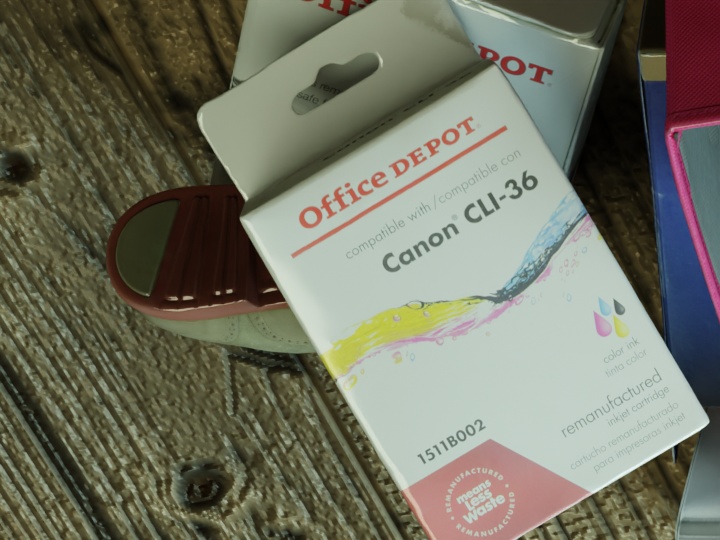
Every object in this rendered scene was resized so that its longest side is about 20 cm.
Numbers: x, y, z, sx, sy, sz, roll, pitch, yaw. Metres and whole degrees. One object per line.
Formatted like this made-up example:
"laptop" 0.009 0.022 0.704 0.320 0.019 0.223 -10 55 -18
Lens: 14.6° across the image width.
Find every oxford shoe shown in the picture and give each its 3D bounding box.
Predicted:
"oxford shoe" 0.000 0.000 1.158 0.199 0.071 0.075 4 161 12

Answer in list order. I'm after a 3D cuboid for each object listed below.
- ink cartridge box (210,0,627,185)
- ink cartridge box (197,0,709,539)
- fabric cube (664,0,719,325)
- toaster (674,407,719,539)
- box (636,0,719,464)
"ink cartridge box" 0.021 -0.062 1.185 0.146 0.083 0.200 21 131 6
"ink cartridge box" 0.031 -0.002 1.072 0.116 0.067 0.200 -31 95 2
"fabric cube" 0.214 -0.078 0.959 0.199 0.200 0.196 -7 142 15
"toaster" 0.211 0.134 1.177 0.118 0.200 0.181 -2 125 19
"box" 0.137 -0.034 1.131 0.032 0.121 0.200 0 126 11
